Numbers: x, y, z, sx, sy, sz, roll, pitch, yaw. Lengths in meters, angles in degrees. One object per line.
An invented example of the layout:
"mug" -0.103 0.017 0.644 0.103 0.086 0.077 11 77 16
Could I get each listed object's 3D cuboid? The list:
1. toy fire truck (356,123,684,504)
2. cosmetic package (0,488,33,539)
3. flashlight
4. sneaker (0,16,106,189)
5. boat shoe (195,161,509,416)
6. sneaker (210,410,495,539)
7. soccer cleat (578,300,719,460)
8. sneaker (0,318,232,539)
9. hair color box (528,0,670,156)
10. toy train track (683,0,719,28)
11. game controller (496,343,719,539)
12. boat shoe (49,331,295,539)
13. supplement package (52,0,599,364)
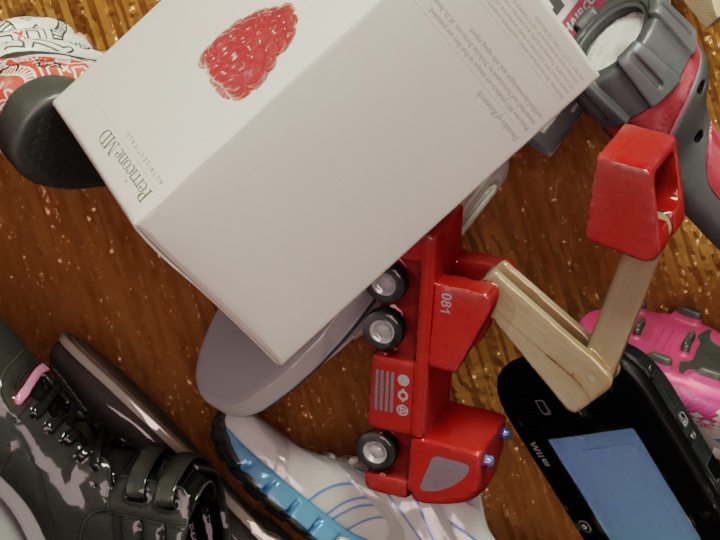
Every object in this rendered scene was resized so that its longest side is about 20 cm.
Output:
"toy fire truck" 0.074 0.025 1.082 0.140 0.049 0.202 11 116 18
"cosmetic package" -0.216 0.130 1.103 0.090 0.107 0.201 -25 55 18
"flashlight" 0.179 -0.053 1.124 0.200 0.067 0.068 41 62 -27
"sneaker" -0.104 -0.075 1.154 0.200 0.108 0.068 12 112 -36
"boat shoe" 0.000 0.000 1.158 0.201 0.072 0.066 -53 136 -6
"sneaker" 0.015 0.118 1.178 0.199 0.075 0.087 37 85 -9
"soccer cleat" 0.198 0.081 1.168 0.198 0.070 0.087 17 121 7
"sneaker" -0.128 0.086 1.105 0.099 0.071 0.201 -19 107 25
"hair color box" 0.046 -0.158 1.148 0.200 0.061 0.099 38 94 -3
"toy train track" 0.124 -0.209 1.131 0.114 0.033 0.201 -29 77 -39
"game controller" 0.146 0.121 1.150 0.104 0.042 0.201 -18 110 43
"boat shoe" -0.097 0.118 1.173 0.057 0.067 0.200 -45 97 0
"supplement package" -0.017 -0.083 1.043 0.200 0.121 0.120 -43 131 3
